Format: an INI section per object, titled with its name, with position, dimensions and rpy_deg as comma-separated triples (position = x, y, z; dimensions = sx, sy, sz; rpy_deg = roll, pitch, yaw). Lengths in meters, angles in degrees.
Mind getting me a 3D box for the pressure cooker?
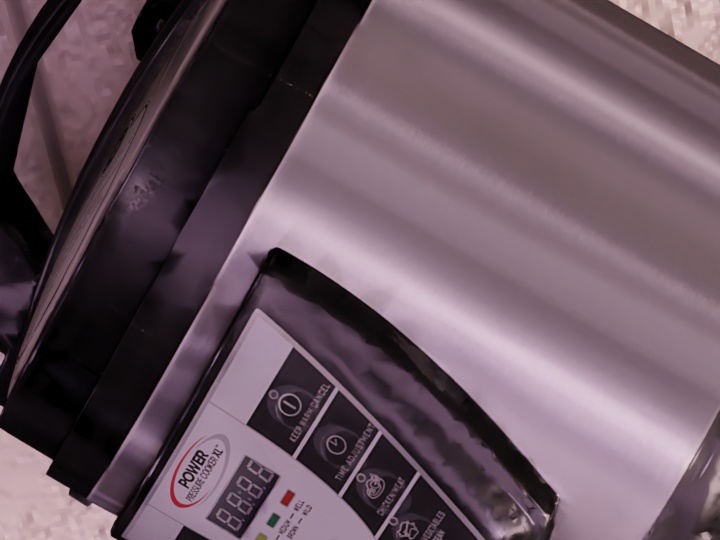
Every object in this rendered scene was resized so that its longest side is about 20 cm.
[pressure cooker]
position = 0.000, -0.001, 0.664
dimensions = 0.200, 0.179, 0.176
rpy_deg = 30, 83, -4
